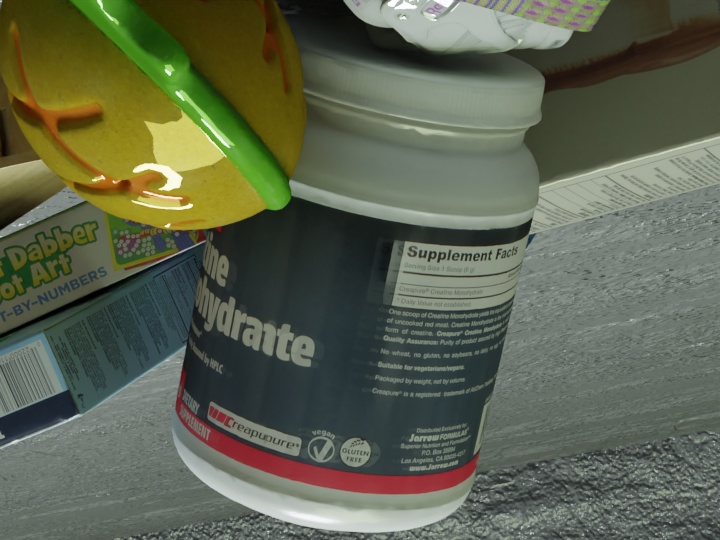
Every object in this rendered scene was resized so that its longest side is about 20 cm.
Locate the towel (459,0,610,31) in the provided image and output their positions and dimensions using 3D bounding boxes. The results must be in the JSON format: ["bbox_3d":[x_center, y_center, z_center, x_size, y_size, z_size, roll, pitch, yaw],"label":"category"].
[{"bbox_3d":[-0.001,-0.133,0.685,0.199,0.023,0.144,14,161,-6],"label":"towel"}]

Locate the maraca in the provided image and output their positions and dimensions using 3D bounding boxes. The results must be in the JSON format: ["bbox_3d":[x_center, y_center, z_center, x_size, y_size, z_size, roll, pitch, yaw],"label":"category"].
[{"bbox_3d":[-0.084,-0.081,0.798,0.107,0.137,0.200,-49,158,-6],"label":"maraca"}]

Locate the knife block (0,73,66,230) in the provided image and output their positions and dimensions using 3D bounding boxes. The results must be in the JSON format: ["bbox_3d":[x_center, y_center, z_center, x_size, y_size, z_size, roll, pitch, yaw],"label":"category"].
[{"bbox_3d":[-0.190,-0.048,0.991,0.199,0.064,0.176,-12,169,8],"label":"knife block"}]

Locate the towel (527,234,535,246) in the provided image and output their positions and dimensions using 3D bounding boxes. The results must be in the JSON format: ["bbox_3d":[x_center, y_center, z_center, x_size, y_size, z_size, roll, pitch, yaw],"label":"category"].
[{"bbox_3d":[0.047,-0.023,1.199,0.048,0.112,0.200,33,-176,18],"label":"towel"}]

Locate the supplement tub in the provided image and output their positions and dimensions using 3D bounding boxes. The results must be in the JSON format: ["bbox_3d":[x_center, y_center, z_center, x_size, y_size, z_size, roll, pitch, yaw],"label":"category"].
[{"bbox_3d":[0.000,0.000,0.936,0.140,0.201,0.140,11,-165,-3],"label":"supplement tub"}]

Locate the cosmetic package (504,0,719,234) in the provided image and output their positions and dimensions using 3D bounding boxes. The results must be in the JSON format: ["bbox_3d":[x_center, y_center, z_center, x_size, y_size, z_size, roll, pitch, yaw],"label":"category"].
[{"bbox_3d":[0.132,-0.083,1.031,0.199,0.088,0.103,-15,169,19],"label":"cosmetic package"}]

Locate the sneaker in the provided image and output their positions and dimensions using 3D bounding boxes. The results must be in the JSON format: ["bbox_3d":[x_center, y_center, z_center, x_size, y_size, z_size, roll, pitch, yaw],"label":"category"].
[{"bbox_3d":[0.043,-0.120,0.813,0.099,0.075,0.200,-10,168,-5],"label":"sneaker"}]

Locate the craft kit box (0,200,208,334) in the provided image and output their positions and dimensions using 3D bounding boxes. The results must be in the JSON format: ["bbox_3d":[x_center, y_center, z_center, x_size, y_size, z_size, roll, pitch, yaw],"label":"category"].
[{"bbox_3d":[-0.172,0.003,1.063,0.199,0.049,0.198,-25,-178,-6],"label":"craft kit box"}]

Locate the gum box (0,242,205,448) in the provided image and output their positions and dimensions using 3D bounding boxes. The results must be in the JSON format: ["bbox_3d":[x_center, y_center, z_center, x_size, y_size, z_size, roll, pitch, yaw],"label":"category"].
[{"bbox_3d":[-0.170,0.051,1.033,0.169,0.045,0.200,-22,-176,21],"label":"gum box"}]
